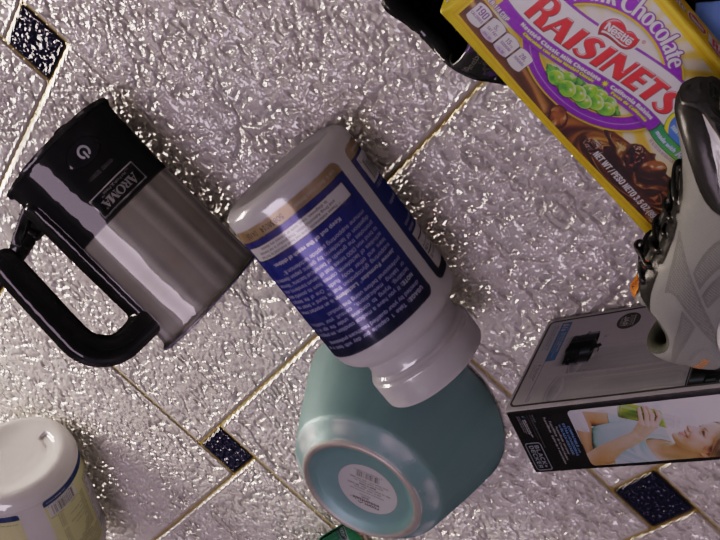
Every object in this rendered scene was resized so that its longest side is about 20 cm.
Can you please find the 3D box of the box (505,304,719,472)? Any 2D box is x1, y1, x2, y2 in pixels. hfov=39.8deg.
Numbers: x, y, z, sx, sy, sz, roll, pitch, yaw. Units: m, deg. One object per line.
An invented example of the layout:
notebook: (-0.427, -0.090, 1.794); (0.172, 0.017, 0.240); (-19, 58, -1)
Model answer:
box: (0.215, 0.076, 0.701); (0.198, 0.117, 0.061); (-12, 116, 38)

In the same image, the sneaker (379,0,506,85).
sneaker: (0.094, -0.134, 0.624); (0.199, 0.088, 0.076); (34, 135, 2)

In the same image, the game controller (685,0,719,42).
game controller: (0.225, -0.109, 0.579); (0.102, 0.042, 0.203); (-5, 123, 10)

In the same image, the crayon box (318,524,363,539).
crayon box: (0.008, 0.382, 1.038); (0.200, 0.058, 0.120); (45, 119, 22)

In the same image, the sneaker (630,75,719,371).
sneaker: (0.188, -0.014, 0.559); (0.078, 0.074, 0.202); (0, 131, 23)

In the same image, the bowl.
bowl: (0.020, 0.160, 0.890); (0.198, 0.105, 0.203); (17, 131, 20)

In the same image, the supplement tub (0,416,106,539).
supplement tub: (-0.394, 0.297, 1.217); (0.143, 0.145, 0.203); (11, 129, 23)

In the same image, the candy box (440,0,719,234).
candy box: (0.147, -0.109, 0.560); (0.200, 0.027, 0.102); (42, 127, -16)

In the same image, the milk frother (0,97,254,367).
milk frother: (-0.220, -0.020, 0.891); (0.188, 0.181, 0.200); (46, 177, -9)

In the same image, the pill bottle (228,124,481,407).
pill bottle: (0.000, 0.000, 0.767); (0.115, 0.116, 0.201); (-26, 108, 41)
